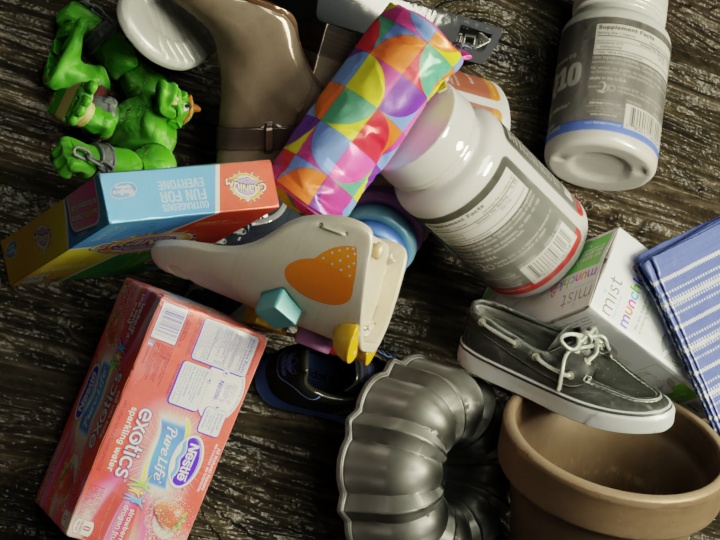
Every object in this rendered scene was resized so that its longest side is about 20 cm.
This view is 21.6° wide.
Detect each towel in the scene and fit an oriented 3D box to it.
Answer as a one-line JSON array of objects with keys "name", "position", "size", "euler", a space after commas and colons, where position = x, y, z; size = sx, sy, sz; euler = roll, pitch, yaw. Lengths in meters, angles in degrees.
[{"name": "towel", "position": [0.330, 0.056, 1.686], "size": [0.145, 0.024, 0.200], "euler": [-24, 92, -38]}]

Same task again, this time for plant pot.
[{"name": "plant pot", "position": [0.202, 0.214, 1.633], "size": [0.200, 0.200, 0.175], "euler": [-7, 122, -34]}]

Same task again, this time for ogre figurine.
[{"name": "ogre figurine", "position": [-0.206, -0.136, 1.589], "size": [0.120, 0.200, 0.098], "euler": [30, 106, -34]}]

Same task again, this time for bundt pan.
[{"name": "bundt pan", "position": [0.069, 0.174, 1.642], "size": [0.202, 0.076, 0.202], "euler": [-3, 94, -52]}]

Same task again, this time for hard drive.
[{"name": "hard drive", "position": [0.015, -0.223, 1.738], "size": [0.200, 0.135, 0.042], "euler": [11, 85, -32]}]

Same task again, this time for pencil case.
[{"name": "pencil case", "position": [0.007, -0.127, 1.568], "size": [0.088, 0.088, 0.200], "euler": [40, 86, -17]}]

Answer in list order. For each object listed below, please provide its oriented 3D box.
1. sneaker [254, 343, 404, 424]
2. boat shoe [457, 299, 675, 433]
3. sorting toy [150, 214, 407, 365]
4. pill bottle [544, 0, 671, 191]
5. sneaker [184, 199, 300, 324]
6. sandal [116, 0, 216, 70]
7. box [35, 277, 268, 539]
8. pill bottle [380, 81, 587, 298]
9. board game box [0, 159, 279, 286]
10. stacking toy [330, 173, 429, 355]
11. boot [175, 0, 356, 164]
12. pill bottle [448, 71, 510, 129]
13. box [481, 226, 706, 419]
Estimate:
[{"name": "sneaker", "position": [0.009, 0.102, 1.669], "size": [0.200, 0.078, 0.070], "euler": [8, 72, -31]}, {"name": "boat shoe", "position": [0.180, 0.078, 1.624], "size": [0.074, 0.199, 0.068], "euler": [-28, 135, -53]}, {"name": "sorting toy", "position": [-0.070, 0.005, 1.507], "size": [0.180, 0.200, 0.107], "euler": [12, 88, 10]}, {"name": "pill bottle", "position": [0.251, -0.192, 1.889], "size": [0.114, 0.114, 0.200], "euler": [22, 65, -26]}, {"name": "sneaker", "position": [-0.123, -0.007, 1.621], "size": [0.109, 0.070, 0.200], "euler": [53, 55, -8]}, {"name": "sandal", "position": [-0.164, -0.207, 1.634], "size": [0.083, 0.050, 0.203], "euler": [62, 23, 0]}, {"name": "box", "position": [-0.166, 0.119, 1.498], "size": [0.102, 0.095, 0.200], "euler": [21, 90, -26]}, {"name": "pill bottle", "position": [0.102, -0.072, 1.662], "size": [0.200, 0.114, 0.114], "euler": [41, 57, -36]}, {"name": "board game box", "position": [-0.180, -0.037, 1.513], "size": [0.153, 0.200, 0.040], "euler": [-7, 80, -33]}, {"name": "stacking toy", "position": [0.000, 0.000, 1.654], "size": [0.085, 0.085, 0.200], "euler": [44, 38, -15]}, {"name": "boot", "position": [-0.092, -0.154, 1.595], "size": [0.200, 0.070, 0.147], "euler": [17, 96, -21]}, {"name": "pill bottle", "position": [0.028, -0.143, 1.730], "size": [0.200, 0.112, 0.112], "euler": [13, 69, -26]}, {"name": "box", "position": [0.223, 0.070, 1.743], "size": [0.176, 0.200, 0.097], "euler": [36, 59, -18]}]
